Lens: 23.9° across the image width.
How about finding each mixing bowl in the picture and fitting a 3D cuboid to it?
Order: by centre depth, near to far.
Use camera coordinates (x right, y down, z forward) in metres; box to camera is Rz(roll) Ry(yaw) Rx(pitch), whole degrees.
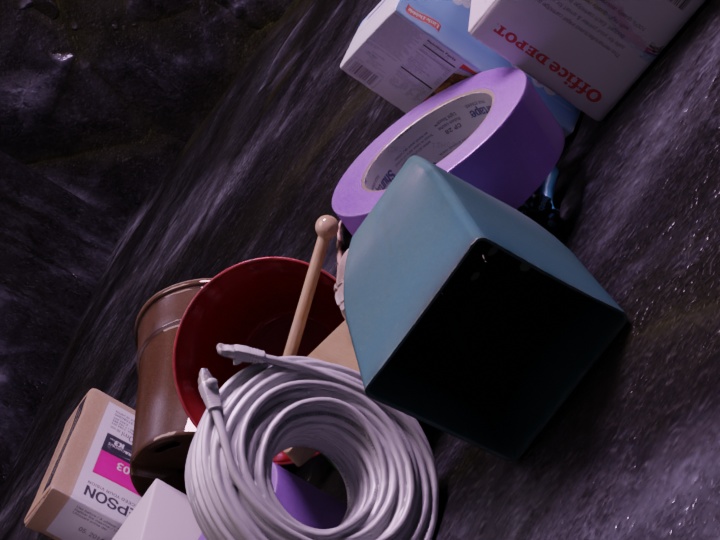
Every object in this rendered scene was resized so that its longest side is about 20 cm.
[{"bbox_3d":[-0.077,0.092,1.683,0.200,0.200,0.108,-59,-9,-1],"label":"mixing bowl"}]

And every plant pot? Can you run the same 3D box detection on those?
[{"bbox_3d":[0.073,0.011,1.270,0.142,0.141,0.200,-54,28,17],"label":"plant pot"},{"bbox_3d":[-0.157,0.149,1.815,0.200,0.200,0.199,-47,26,39],"label":"plant pot"}]

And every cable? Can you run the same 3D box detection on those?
[{"bbox_3d":[-0.038,0.163,1.312,0.069,0.199,0.201,131,142,-51],"label":"cable"}]

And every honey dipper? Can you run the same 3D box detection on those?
[{"bbox_3d":[-0.057,0.045,1.598,0.038,0.038,0.201,-140,66,-76],"label":"honey dipper"}]

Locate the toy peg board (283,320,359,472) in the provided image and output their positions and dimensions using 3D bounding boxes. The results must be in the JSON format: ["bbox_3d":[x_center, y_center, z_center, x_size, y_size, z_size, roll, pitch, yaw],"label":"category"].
[{"bbox_3d":[0.021,0.105,1.502,0.199,0.098,0.200,-44,13,-5],"label":"toy peg board"}]

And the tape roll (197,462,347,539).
[{"bbox_3d":[-0.094,0.276,1.505,0.200,0.085,0.200,-54,15,21],"label":"tape roll"}]

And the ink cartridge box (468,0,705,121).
[{"bbox_3d":[0.209,-0.267,1.474,0.200,0.146,0.146,-50,16,29],"label":"ink cartridge box"}]

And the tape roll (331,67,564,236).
[{"bbox_3d":[0.074,-0.088,1.460,0.200,0.066,0.200,-32,20,13],"label":"tape roll"}]

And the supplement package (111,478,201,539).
[{"bbox_3d":[-0.193,0.325,1.669,0.121,0.120,0.200,-54,14,25],"label":"supplement package"}]

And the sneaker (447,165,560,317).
[{"bbox_3d":[0.122,-0.027,1.421,0.082,0.073,0.200,-43,22,33],"label":"sneaker"}]

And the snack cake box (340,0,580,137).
[{"bbox_3d":[0.096,-0.180,1.570,0.115,0.200,0.067,-39,22,54],"label":"snack cake box"}]

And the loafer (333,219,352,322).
[{"bbox_3d":[0.000,0.000,1.544,0.072,0.063,0.200,-39,12,10],"label":"loafer"}]

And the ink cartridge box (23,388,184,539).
[{"bbox_3d":[-0.241,0.245,1.846,0.075,0.200,0.165,-50,16,34],"label":"ink cartridge box"}]
